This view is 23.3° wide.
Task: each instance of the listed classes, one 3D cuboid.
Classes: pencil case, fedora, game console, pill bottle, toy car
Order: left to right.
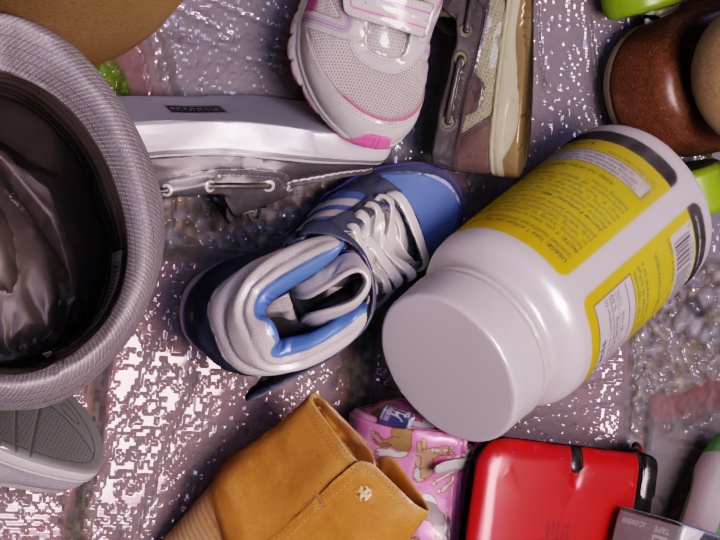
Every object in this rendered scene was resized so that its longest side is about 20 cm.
[{"bbox_3d":[-0.198,-0.026,0.911,0.176,0.090,0.201,-32,96,-20],"label":"fedora"},{"bbox_3d":[0.028,0.177,1.036,0.082,0.087,0.202,4,93,-3],"label":"pencil case"},{"bbox_3d":[0.112,0.202,1.060,0.171,0.119,0.202,8,89,-21],"label":"game console"},{"bbox_3d":[0.109,0.006,1.020,0.200,0.114,0.115,-37,107,-38],"label":"pill bottle"},{"bbox_3d":[0.256,-0.123,1.060,0.157,0.200,0.166,-19,100,-21],"label":"toy car"}]

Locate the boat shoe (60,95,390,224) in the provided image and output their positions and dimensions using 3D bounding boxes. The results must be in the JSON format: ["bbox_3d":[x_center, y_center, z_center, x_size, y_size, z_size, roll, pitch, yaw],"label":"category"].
[{"bbox_3d":[-0.077,-0.059,0.997,0.198,0.070,0.067,-2,113,-28],"label":"boat shoe"}]

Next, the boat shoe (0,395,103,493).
[{"bbox_3d":[-0.236,0.078,0.936,0.201,0.075,0.065,19,128,-26],"label":"boat shoe"}]

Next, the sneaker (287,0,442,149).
[{"bbox_3d":[0.011,-0.170,0.990,0.081,0.088,0.202,6,73,-23],"label":"sneaker"}]

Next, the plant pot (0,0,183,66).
[{"bbox_3d":[-0.140,-0.199,0.888,0.185,0.200,0.188,-2,94,-22],"label":"plant pot"}]

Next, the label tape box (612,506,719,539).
[{"bbox_3d":[0.193,0.253,1.003,0.143,0.063,0.202,19,83,-31],"label":"label tape box"}]

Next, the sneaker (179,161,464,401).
[{"bbox_3d":[0.000,0.000,0.984,0.199,0.146,0.081,-27,102,-19],"label":"sneaker"}]

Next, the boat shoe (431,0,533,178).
[{"bbox_3d":[0.072,-0.156,1.050,0.065,0.072,0.203,1,81,6],"label":"boat shoe"}]

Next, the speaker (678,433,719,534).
[{"bbox_3d":[0.229,0.210,1.116,0.088,0.088,0.201,29,74,-22],"label":"speaker"}]

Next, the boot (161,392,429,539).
[{"bbox_3d":[-0.012,0.183,0.978,0.144,0.071,0.202,-40,80,15],"label":"boot"}]
